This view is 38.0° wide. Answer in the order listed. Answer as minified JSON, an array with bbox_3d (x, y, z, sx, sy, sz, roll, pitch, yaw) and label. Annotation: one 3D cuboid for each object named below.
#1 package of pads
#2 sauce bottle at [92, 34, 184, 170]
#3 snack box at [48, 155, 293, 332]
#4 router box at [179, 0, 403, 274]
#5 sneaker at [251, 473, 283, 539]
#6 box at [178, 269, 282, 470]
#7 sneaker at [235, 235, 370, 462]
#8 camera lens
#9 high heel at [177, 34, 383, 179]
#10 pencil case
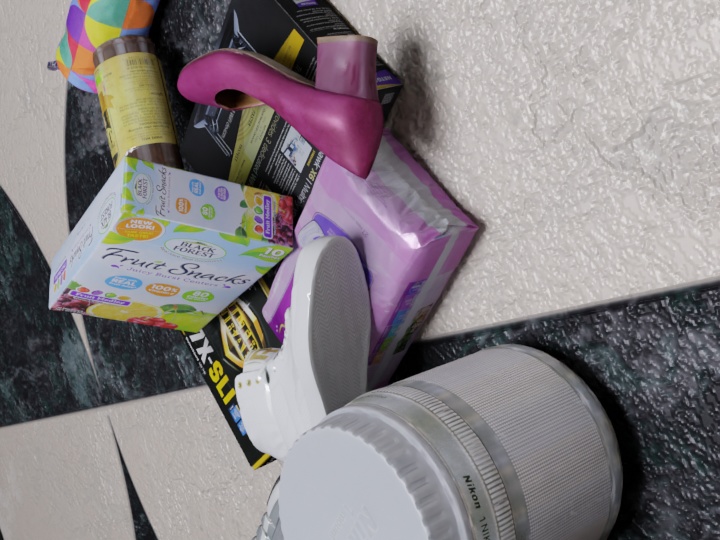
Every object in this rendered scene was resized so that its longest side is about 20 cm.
[{"bbox_3d":[0.000,0.000,0.817,0.121,0.075,0.201,51,135,26],"label":"package of pads"},{"bbox_3d":[-0.195,-0.111,0.948,0.064,0.064,0.203,-30,70,49],"label":"sauce bottle"},{"bbox_3d":[-0.161,-0.013,0.858,0.200,0.141,0.054,-37,50,50],"label":"snack box"},{"bbox_3d":[-0.065,-0.124,0.861,0.158,0.052,0.201,51,135,22],"label":"router box"},{"bbox_3d":[-0.050,0.284,0.978,0.115,0.075,0.202,39,129,30],"label":"sneaker"},{"bbox_3d":[-0.099,0.061,0.972,0.202,0.049,0.160,59,140,15],"label":"box"},{"bbox_3d":[-0.052,0.064,0.784,0.115,0.073,0.203,15,116,38],"label":"sneaker"},{"bbox_3d":[0.065,0.145,0.696,0.159,0.198,0.163,16,112,45],"label":"camera lens"},{"bbox_3d":[-0.068,-0.113,0.768,0.198,0.067,0.098,1,88,43],"label":"high heel"},{"bbox_3d":[-0.232,-0.258,0.981,0.089,0.088,0.201,54,135,20],"label":"pencil case"}]
